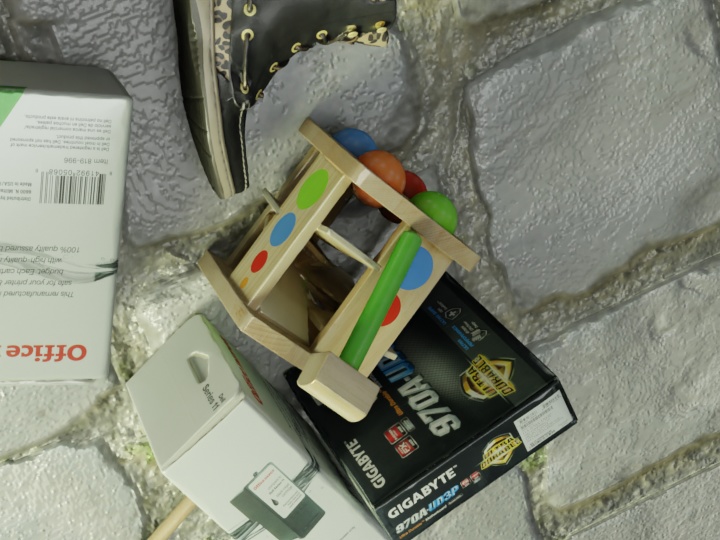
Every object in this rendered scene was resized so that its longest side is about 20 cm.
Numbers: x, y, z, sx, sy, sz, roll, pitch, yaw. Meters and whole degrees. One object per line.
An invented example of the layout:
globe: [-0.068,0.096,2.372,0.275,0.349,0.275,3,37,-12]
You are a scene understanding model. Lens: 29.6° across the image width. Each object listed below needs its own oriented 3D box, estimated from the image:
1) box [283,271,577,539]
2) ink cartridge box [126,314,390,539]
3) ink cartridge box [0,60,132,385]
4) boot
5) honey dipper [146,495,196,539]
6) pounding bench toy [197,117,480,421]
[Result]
box: [0.046,0.095,1.017,0.158,0.200,0.046,-33,122,-6]
ink cartridge box: [-0.073,0.147,1.020,0.083,0.147,0.200,-41,119,-1]
ink cartridge box: [-0.237,-0.032,0.908,0.145,0.083,0.203,2,110,-22]
boot: [-0.051,-0.157,0.952,0.149,0.073,0.203,-11,109,-18]
honey dipper: [-0.184,0.239,1.074,0.200,0.038,0.038,-48,120,0]
pounding bench toy: [0.000,0.000,0.959,0.124,0.200,0.157,35,96,-29]
